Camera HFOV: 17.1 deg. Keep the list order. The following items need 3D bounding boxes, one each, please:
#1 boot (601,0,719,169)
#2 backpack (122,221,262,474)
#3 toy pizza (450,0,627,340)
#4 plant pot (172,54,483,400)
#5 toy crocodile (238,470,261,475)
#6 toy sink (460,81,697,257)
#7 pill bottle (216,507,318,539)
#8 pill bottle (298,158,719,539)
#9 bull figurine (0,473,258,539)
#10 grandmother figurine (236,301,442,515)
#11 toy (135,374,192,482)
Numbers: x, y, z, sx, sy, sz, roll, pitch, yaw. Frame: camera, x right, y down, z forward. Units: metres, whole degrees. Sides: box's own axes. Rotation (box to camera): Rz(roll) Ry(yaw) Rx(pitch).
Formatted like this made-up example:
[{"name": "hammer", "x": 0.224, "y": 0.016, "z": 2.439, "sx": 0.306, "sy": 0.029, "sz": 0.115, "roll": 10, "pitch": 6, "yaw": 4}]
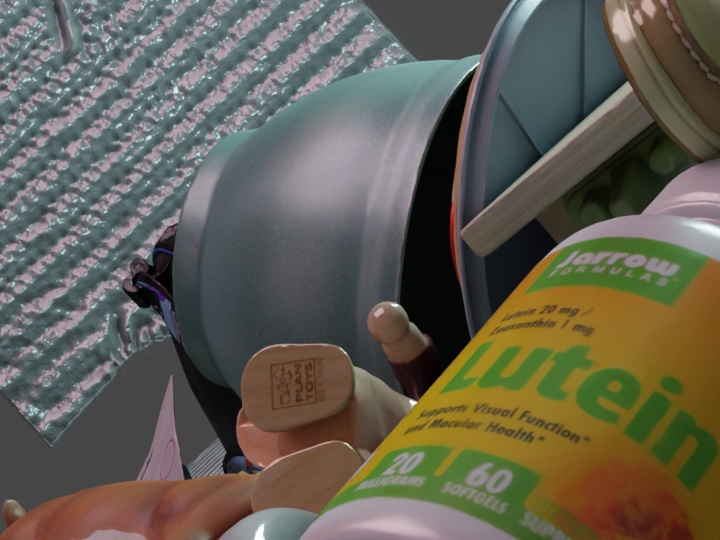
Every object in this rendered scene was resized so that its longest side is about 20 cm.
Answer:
[{"name": "boot", "x": 0.185, "y": -0.083, "z": 0.742, "sx": 0.200, "sy": 0.072, "sz": 0.155, "roll": 14, "pitch": -39, "yaw": -42}, {"name": "backpack", "x": -0.018, "y": 0.048, "z": 1.280, "sx": 0.134, "sy": 0.183, "sz": 0.200, "roll": -27, "pitch": 13, "yaw": -18}, {"name": "toy pizza", "x": 0.078, "y": -0.022, "z": 0.986, "sx": 0.032, "sy": 0.201, "sz": 0.200, "roll": 1, "pitch": 29, "yaw": 29}, {"name": "plant pot", "x": 0.000, "y": 0.000, "z": 1.078, "sx": 0.134, "sy": 0.201, "sz": 0.200, "roll": 6, "pitch": 31, "yaw": 26}, {"name": "toy crocodile", "x": -0.022, "y": 0.125, "z": 1.015, "sx": 0.067, "sy": 0.062, "sz": 0.200, "roll": -43, "pitch": 27, "yaw": -9}, {"name": "toy sink", "x": 0.151, "y": -0.040, "z": 0.910, "sx": 0.130, "sy": 0.112, "sz": 0.200, "roll": -41, "pitch": 0, "yaw": 35}, {"name": "pill bottle", "x": -0.067, "y": 0.178, "z": 0.804, "sx": 0.200, "sy": 0.109, "sz": 0.109, "roll": -41, "pitch": 4, "yaw": 20}, {"name": "pill bottle", "x": 0.073, "y": 0.054, "z": 0.665, "sx": 0.200, "sy": 0.111, "sz": 0.111, "roll": -47, "pitch": 5, "yaw": -41}, {"name": "bull figurine", "x": -0.105, "y": 0.123, "z": 0.926, "sx": 0.200, "sy": 0.065, "sz": 0.121, "roll": -20, "pitch": 14, "yaw": 42}, {"name": "grandmother figurine", "x": 0.018, "y": 0.073, "z": 0.919, "sx": 0.060, "sy": 0.122, "sz": 0.200, "roll": -4, "pitch": -15, "yaw": 23}, {"name": "toy", "x": -0.090, "y": 0.161, "z": 1.253, "sx": 0.200, "sy": 0.047, "sz": 0.115, "roll": -99, "pitch": 26, "yaw": -57}]
